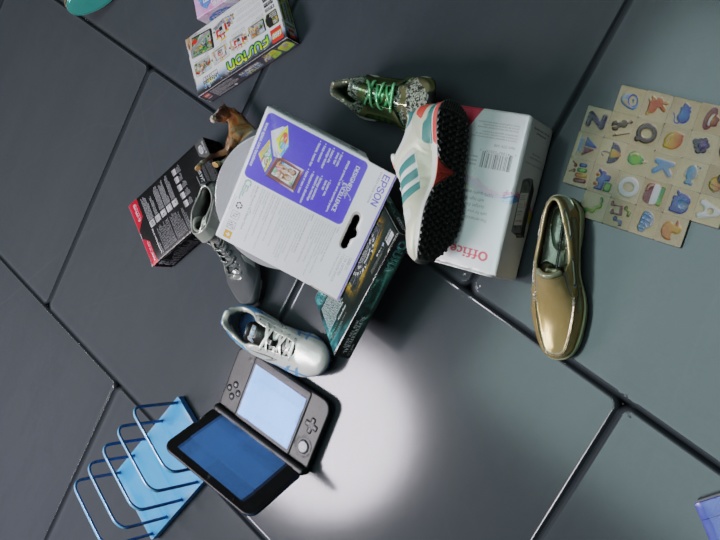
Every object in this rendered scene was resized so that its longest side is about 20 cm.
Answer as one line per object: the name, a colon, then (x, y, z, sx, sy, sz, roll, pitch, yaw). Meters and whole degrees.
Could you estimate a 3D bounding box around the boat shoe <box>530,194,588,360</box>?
boat shoe: (0.237, 0.009, 0.991, 0.070, 0.076, 0.205, -2, 88, 29)

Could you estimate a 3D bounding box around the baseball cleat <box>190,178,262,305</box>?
baseball cleat: (-0.212, -0.037, 1.234, 0.069, 0.106, 0.205, -9, 97, 35)

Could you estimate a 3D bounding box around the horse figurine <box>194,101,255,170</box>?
horse figurine: (-0.162, -0.187, 1.244, 0.196, 0.134, 0.051, 16, 138, 17)

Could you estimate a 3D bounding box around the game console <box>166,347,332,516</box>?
game console: (-0.167, 0.232, 1.202, 0.198, 0.118, 0.174, 28, 101, 30)

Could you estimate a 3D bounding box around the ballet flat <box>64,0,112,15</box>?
ballet flat: (-0.464, -0.546, 1.488, 0.197, 0.068, 0.077, -26, 52, 22)

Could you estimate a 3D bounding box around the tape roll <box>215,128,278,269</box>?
tape roll: (-0.107, -0.107, 1.161, 0.195, 0.066, 0.205, 1, 112, 3)

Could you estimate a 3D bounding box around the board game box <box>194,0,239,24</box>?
board game box: (-0.205, -0.543, 1.331, 0.197, 0.041, 0.205, -20, 76, 29)

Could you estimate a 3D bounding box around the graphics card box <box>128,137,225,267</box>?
graphics card box: (-0.291, -0.111, 1.346, 0.199, 0.051, 0.127, -37, 69, 25)

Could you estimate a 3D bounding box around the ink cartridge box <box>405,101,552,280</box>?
ink cartridge box: (0.150, -0.104, 1.050, 0.145, 0.085, 0.205, 17, 97, 33)

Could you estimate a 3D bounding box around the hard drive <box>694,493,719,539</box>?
hard drive: (0.462, 0.327, 0.857, 0.130, 0.025, 0.204, -28, 72, 27)

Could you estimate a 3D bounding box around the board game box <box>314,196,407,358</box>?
board game box: (0.000, 0.000, 1.113, 0.202, 0.028, 0.136, -62, 28, 24)

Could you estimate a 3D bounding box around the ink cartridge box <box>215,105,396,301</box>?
ink cartridge box: (-0.074, -0.090, 1.099, 0.197, 0.043, 0.201, 28, 110, 1)

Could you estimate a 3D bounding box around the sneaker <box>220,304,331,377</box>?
sneaker: (-0.131, 0.109, 1.217, 0.197, 0.072, 0.073, 21, 95, 30)

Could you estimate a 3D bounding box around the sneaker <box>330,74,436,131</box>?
sneaker: (0.025, -0.236, 1.108, 0.198, 0.087, 0.079, 17, 101, 53)

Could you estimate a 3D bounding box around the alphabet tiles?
alphabet tiles: (0.351, -0.128, 0.974, 0.197, 0.006, 0.170, 22, 97, 31)

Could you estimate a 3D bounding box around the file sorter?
file sorter: (-0.351, 0.328, 1.307, 0.201, 0.122, 0.139, -49, 64, 20)

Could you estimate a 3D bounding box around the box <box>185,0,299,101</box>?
box: (-0.197, -0.374, 1.317, 0.197, 0.034, 0.112, -24, 74, 28)

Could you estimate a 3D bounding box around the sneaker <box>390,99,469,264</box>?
sneaker: (0.079, -0.111, 1.019, 0.093, 0.069, 0.205, 10, 93, 52)
